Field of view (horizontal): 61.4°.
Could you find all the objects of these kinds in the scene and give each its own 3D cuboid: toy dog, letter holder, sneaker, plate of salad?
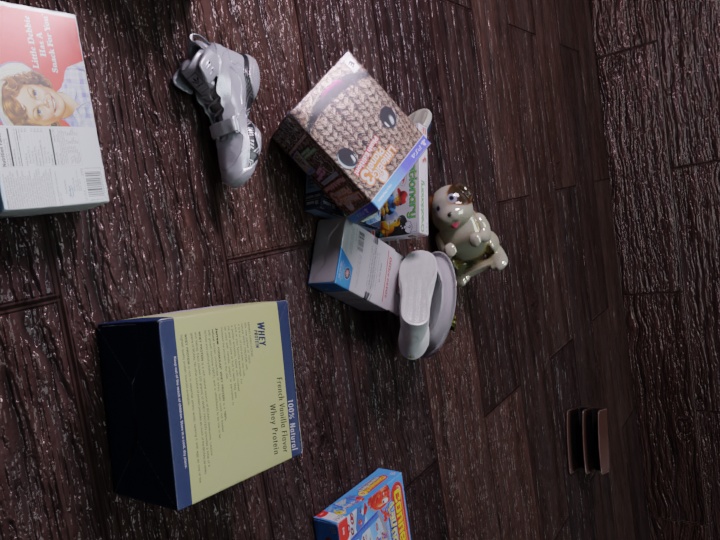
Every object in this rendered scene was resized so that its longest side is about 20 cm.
[{"bbox_3d":[0.229,-0.101,1.349,0.201,0.136,0.198,50,36,-37],"label":"toy dog"},{"bbox_3d":[0.745,0.561,1.994,0.140,0.098,0.207,7,81,-50],"label":"letter holder"},{"bbox_3d":[0.099,0.065,1.112,0.203,0.071,0.118,-74,169,-47],"label":"sneaker"},{"bbox_3d":[0.142,0.067,1.168,0.047,0.199,0.207,11,75,-20],"label":"plate of salad"},{"bbox_3d":[-0.199,-0.222,0.836,0.113,0.073,0.207,17,68,-50],"label":"sneaker"},{"bbox_3d":[0.111,-0.236,1.257,0.084,0.074,0.205,39,66,-41],"label":"sneaker"}]

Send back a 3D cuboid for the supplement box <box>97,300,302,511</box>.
[{"bbox_3d":[-0.192,0.150,0.749,0.197,0.131,0.207,-7,91,-53],"label":"supplement box"}]

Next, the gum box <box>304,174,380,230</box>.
[{"bbox_3d":[-0.026,-0.190,1.086,0.168,0.044,0.207,13,75,-51],"label":"gum box"}]

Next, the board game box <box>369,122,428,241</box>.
[{"bbox_3d":[0.068,-0.162,1.143,0.034,0.123,0.207,8,79,-51],"label":"board game box"}]

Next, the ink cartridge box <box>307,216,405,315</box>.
[{"bbox_3d":[0.000,0.000,1.079,0.198,0.066,0.120,30,64,-48],"label":"ink cartridge box"}]

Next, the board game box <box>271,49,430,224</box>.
[{"bbox_3d":[-0.014,-0.211,0.977,0.200,0.096,0.161,44,66,-13],"label":"board game box"}]

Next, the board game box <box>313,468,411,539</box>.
[{"bbox_3d":[0.013,0.484,1.050,0.194,0.055,0.207,-15,98,-53],"label":"board game box"}]

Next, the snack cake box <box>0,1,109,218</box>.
[{"bbox_3d":[-0.346,-0.163,0.633,0.114,0.066,0.207,-14,97,-51],"label":"snack cake box"}]
